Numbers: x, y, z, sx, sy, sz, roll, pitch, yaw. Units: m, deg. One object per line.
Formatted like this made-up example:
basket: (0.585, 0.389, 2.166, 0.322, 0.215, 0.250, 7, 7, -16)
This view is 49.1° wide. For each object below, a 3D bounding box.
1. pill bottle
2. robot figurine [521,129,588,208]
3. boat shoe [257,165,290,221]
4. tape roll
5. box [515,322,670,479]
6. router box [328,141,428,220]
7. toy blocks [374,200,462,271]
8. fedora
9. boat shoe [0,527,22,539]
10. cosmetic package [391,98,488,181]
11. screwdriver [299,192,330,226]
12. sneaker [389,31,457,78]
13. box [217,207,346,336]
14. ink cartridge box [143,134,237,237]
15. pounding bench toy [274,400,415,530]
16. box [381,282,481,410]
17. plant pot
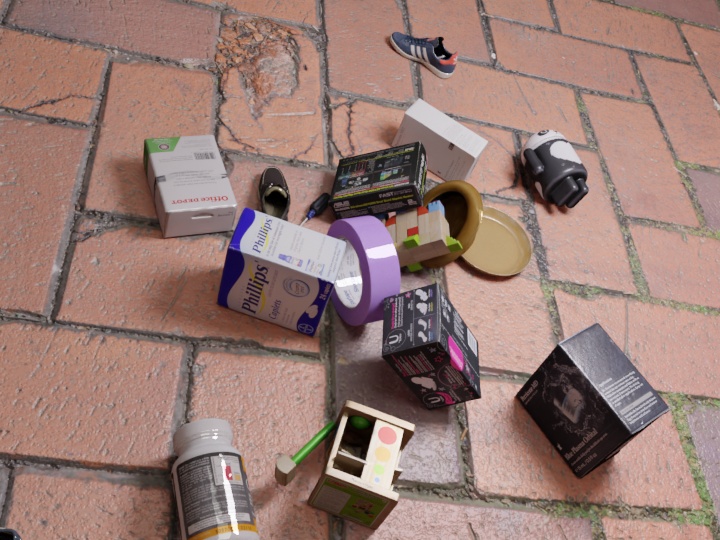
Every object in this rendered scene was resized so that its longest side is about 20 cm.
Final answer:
pill bottle: (-0.226, 0.338, 1.202, 0.115, 0.117, 0.201, -3, 55, -22)
robot figurine: (0.472, -0.248, 1.907, 0.124, 0.150, 0.201, -26, 59, 6)
boat shoe: (-0.174, -0.149, 1.637, 0.072, 0.065, 0.201, 1, 51, -15)
tape roll: (0.000, 0.000, 1.494, 0.065, 0.201, 0.201, -10, 57, -27)
box: (0.421, 0.242, 1.458, 0.117, 0.197, 0.201, -21, 62, -30)
router box: (0.041, -0.188, 1.676, 0.198, 0.062, 0.151, -10, 41, 20)
toy blocks: (0.106, -0.085, 1.636, 0.198, 0.100, 0.138, -16, 51, 22)
fedora: (0.191, -0.090, 1.680, 0.082, 0.200, 0.202, 29, 36, -47)
boat shoe: (-0.570, 0.389, 1.074, 0.198, 0.062, 0.075, 1, 55, -18)
cosmetic package: (0.185, -0.299, 1.856, 0.199, 0.113, 0.081, 31, 49, 8)
screwdriver: (-0.117, -0.098, 1.646, 0.029, 0.028, 0.201, 10, 45, 26)
sneaker: (0.174, -0.601, 2.106, 0.199, 0.085, 0.075, 31, 49, 6)
box: (-0.148, 0.007, 1.447, 0.198, 0.185, 0.106, 19, 51, -4)
ink cartridge box: (-0.344, -0.171, 1.581, 0.145, 0.085, 0.201, -7, 56, -24)
pounding bench toy: (-0.030, 0.300, 1.297, 0.198, 0.125, 0.157, 21, 49, -3)
box: (0.129, 0.140, 1.422, 0.114, 0.200, 0.133, -16, 46, 22)
plant pot: (0.287, -0.063, 1.762, 0.198, 0.028, 0.202, 10, 51, -13)
